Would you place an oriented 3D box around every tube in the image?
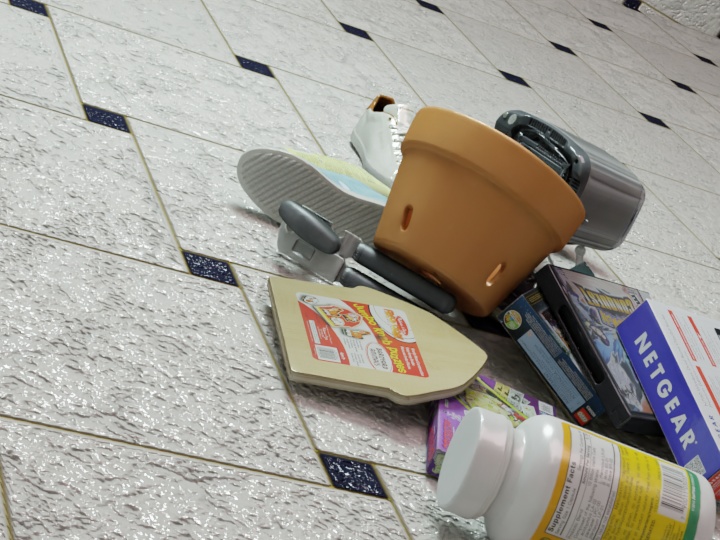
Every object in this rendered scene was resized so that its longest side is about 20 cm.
[{"bbox_3d":[-0.031,-0.103,1.933,0.199,0.052,0.059,4,69,-52],"label":"tube"}]

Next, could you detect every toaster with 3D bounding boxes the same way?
[{"bbox_3d":[0.232,-0.096,1.934,0.128,0.115,0.200,15,16,-40],"label":"toaster"}]

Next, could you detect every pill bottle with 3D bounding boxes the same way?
[{"bbox_3d":[0.166,0.180,1.338,0.198,0.114,0.113,22,20,-10],"label":"pill bottle"}]

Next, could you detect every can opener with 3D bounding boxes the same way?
[{"bbox_3d":[0.000,0.000,1.687,0.199,0.053,0.066,31,5,9],"label":"can opener"}]

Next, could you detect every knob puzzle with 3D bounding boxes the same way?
[{"bbox_3d":[0.018,0.073,1.538,0.217,0.031,0.220,14,24,-6],"label":"knob puzzle"}]

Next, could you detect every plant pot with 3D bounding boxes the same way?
[{"bbox_3d":[0.104,-0.049,1.705,0.199,0.141,0.200,33,-9,6],"label":"plant pot"}]

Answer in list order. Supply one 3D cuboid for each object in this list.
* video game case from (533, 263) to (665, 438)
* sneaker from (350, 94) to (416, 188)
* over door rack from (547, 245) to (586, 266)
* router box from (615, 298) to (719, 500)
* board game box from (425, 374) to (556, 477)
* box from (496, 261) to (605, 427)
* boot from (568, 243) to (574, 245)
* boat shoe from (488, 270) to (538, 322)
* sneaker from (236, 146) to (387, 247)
[{"bbox_3d":[0.272,0.085,1.702,0.199,0.025,0.182,14,43,-50],"label":"video game case"},{"bbox_3d":[0.043,-0.155,2.090,0.072,0.085,0.200,14,25,-30],"label":"sneaker"},{"bbox_3d":[0.175,-0.029,1.952,0.147,0.067,0.200,16,22,-26],"label":"over door rack"},{"bbox_3d":[0.356,0.134,1.662,0.178,0.049,0.201,16,40,-37],"label":"router box"},{"bbox_3d":[0.117,0.146,1.494,0.119,0.032,0.200,27,19,-5],"label":"board game box"},{"bbox_3d":[0.224,0.071,1.721,0.137,0.038,0.200,53,26,8],"label":"box"},{"bbox_3d":[0.195,-0.080,2.075,0.198,0.073,0.166,19,7,22],"label":"boot"},{"bbox_3d":[0.159,0.019,1.807,0.199,0.065,0.072,30,16,5],"label":"boat shoe"},{"bbox_3d":[-0.045,-0.076,1.820,0.199,0.074,0.082,28,9,-15],"label":"sneaker"}]
